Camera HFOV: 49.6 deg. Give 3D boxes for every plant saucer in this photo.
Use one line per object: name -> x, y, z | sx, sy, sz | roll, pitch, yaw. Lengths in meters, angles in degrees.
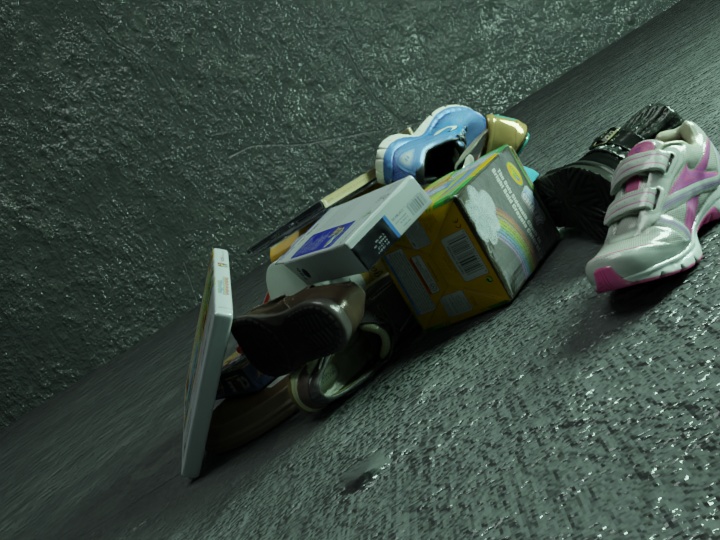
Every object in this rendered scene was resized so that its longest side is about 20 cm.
plant saucer -> -0.110, 0.149, 0.947 | 0.199, 0.030, 0.200 | -31, 8, 5

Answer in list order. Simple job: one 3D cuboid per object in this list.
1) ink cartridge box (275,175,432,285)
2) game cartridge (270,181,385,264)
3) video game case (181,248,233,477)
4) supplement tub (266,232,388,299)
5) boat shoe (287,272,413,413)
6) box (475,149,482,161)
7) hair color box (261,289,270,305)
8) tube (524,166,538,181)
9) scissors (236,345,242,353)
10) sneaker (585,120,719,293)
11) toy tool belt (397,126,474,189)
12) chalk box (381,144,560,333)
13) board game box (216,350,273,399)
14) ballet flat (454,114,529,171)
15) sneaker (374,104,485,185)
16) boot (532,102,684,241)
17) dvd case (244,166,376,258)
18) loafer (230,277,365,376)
ink cartridge box -> -0.014, -0.035, 0.796 | 0.100, 0.039, 0.200 | -47, 15, -20
game cartridge -> 0.002, -0.025, 1.099 | 0.199, 0.176, 0.033 | -29, 46, 22
video game case -> -0.177, 0.100, 0.896 | 0.023, 0.202, 0.182 | 9, 20, -15
supplement tub -> 0.000, 0.000, 0.942 | 0.199, 0.146, 0.144 | -32, 7, -29
boat shoe -> 0.009, 0.073, 0.819 | 0.201, 0.072, 0.066 | -44, 18, -29
box -> 0.164, -0.102, 1.107 | 0.138, 0.039, 0.200 | -62, 1, 18
hair color box -> -0.122, 0.039, 1.307 | 0.200, 0.063, 0.112 | -74, 7, -76
tube -> 0.238, -0.141, 1.203 | 0.051, 0.077, 0.200 | -64, -3, 24
scissors -> -0.085, 0.033, 0.999 | 0.200, 0.014, 0.073 | -44, 1, 9
sneaker -> 0.231, -0.053, 0.626 | 0.200, 0.089, 0.081 | -40, 11, -38
toy tool belt -> 0.074, -0.109, 1.156 | 0.201, 0.122, 0.125 | -61, 1, 40
chalk box -> 0.126, -0.046, 0.858 | 0.123, 0.125, 0.200 | -25, 10, 40
board game box -> -0.103, 0.093, 1.022 | 0.200, 0.035, 0.135 | -38, 10, -35
ballet flat -> 0.136, -0.101, 0.965 | 0.069, 0.062, 0.202 | -87, 22, -68
sneaker -> 0.109, -0.152, 1.009 | 0.089, 0.079, 0.199 | 24, 43, 33
boot -> 0.278, -0.107, 0.800 | 0.157, 0.080, 0.211 | -29, 13, -2
dvd case -> -0.045, -0.084, 1.008 | 0.148, 0.016, 0.200 | -30, 6, 38
loafer -> -0.059, 0.057, 0.787 | 0.199, 0.074, 0.071 | -14, 19, 49
